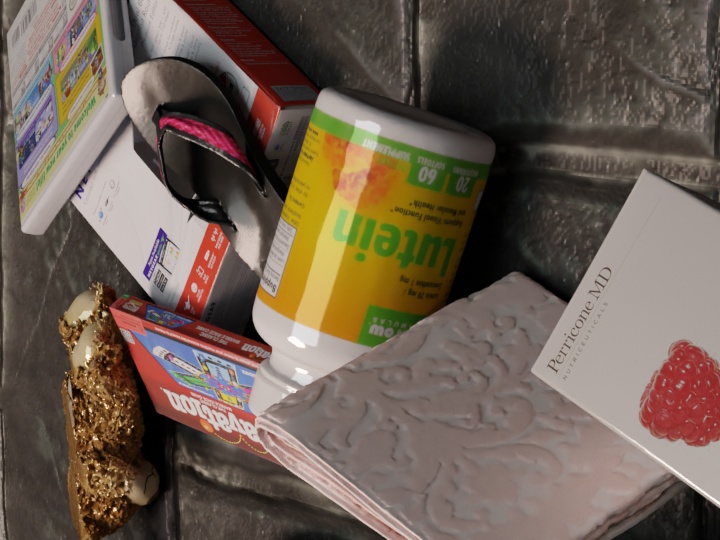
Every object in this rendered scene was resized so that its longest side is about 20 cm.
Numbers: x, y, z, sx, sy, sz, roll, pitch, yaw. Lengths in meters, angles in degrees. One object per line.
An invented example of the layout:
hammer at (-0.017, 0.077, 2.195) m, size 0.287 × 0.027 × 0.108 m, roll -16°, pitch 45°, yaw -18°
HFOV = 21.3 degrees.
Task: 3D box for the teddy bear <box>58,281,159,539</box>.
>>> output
teddy bear at (-0.183, 0.107, 1.412) m, size 0.145 × 0.067 × 0.200 m, roll -147°, pitch 52°, yaw -72°

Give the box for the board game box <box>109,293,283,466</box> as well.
board game box at (-0.084, 0.083, 1.301) m, size 0.200 × 0.019 × 0.103 m, roll 17°, pitch 140°, yaw 40°

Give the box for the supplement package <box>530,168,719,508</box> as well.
supplement package at (0.206, 0.056, 0.919) m, size 0.200 × 0.120 × 0.121 m, roll 36°, pitch 102°, yaw 40°

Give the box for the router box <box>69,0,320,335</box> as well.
router box at (-0.118, -0.081, 1.340) m, size 0.180 × 0.049 × 0.200 m, roll 46°, pitch 127°, yaw 34°

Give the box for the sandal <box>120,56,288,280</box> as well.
sandal at (-0.096, -0.064, 1.243) m, size 0.200 × 0.045 × 0.075 m, roll 51°, pitch 129°, yaw 19°

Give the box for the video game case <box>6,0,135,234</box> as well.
video game case at (-0.216, -0.152, 1.411) m, size 0.200 × 0.022 × 0.182 m, roll -45°, pitch 47°, yaw 50°

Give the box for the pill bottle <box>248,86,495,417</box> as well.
pill bottle at (0.000, 0.000, 1.146) m, size 0.111 × 0.111 × 0.200 m, roll 27°, pitch 103°, yaw 43°

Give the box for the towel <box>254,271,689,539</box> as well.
towel at (0.076, 0.088, 1.042) m, size 0.191 × 0.200 × 0.032 m, roll 35°, pitch 139°, yaw 38°
